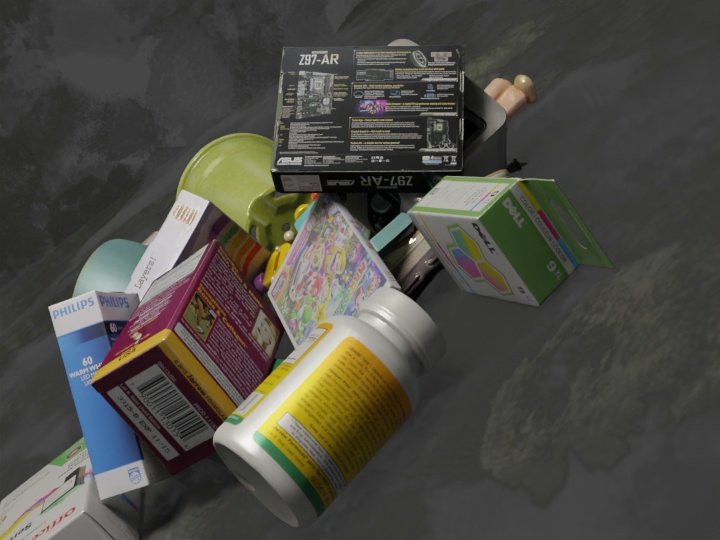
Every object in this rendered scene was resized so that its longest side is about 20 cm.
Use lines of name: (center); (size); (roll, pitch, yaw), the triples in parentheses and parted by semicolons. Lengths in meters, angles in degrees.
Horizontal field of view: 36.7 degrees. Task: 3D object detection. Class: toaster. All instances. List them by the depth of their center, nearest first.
toaster: (0.059, -0.139, 1.218); (0.200, 0.181, 0.119); (-42, -23, -17)

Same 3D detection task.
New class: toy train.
toy train: (-0.050, -0.023, 1.296); (0.150, 0.056, 0.201); (-17, 38, 50)

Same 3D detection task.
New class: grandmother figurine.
grandmother figurine: (0.139, -0.176, 1.406); (0.200, 0.061, 0.121); (-43, 10, -23)

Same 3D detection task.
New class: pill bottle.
pill bottle: (-0.020, 0.111, 0.929); (0.200, 0.113, 0.112); (-45, 20, -21)

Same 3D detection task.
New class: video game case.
video game case: (-0.032, 0.022, 1.112); (0.144, 0.018, 0.200); (-61, 34, 20)

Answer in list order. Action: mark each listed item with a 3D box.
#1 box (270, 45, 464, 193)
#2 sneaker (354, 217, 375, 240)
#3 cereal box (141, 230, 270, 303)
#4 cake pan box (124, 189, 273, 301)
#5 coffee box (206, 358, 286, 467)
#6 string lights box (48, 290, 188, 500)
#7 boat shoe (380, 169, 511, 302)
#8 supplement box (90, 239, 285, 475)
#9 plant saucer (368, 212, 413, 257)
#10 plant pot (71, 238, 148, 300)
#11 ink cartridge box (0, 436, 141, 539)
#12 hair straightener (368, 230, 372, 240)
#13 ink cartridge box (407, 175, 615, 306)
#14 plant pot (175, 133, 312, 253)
box: (0.011, -0.160, 1.140); (0.198, 0.044, 0.162); (0, 62, 5)
sneaker: (0.016, -0.060, 1.324); (0.082, 0.075, 0.201); (-22, 25, 37)
cereal box: (-0.220, 0.002, 1.518); (0.040, 0.144, 0.199); (-47, 20, -26)
cake pan box: (-0.197, 0.032, 1.280); (0.052, 0.184, 0.201); (22, 77, 31)
coffee box: (-0.135, 0.148, 1.167); (0.123, 0.044, 0.199); (-46, 20, -22)
string lights box: (-0.248, 0.125, 1.122); (0.058, 0.202, 0.103); (-19, -8, 13)
boat shoe: (0.087, -0.024, 1.124); (0.199, 0.065, 0.072); (-39, -10, 7)
supplement box: (-0.168, 0.083, 1.102); (0.103, 0.131, 0.201); (-30, 20, 23)
plant saucer: (0.000, 0.000, 1.179); (0.070, 0.019, 0.200); (-42, -4, -32)
plant pot: (-0.275, 0.065, 1.448); (0.133, 0.202, 0.201); (6, 37, 19)
ink cartridge box: (-0.309, 0.273, 1.132); (0.144, 0.084, 0.200); (-37, 19, 2)
hair straightener: (0.063, -0.065, 1.274); (0.201, 0.076, 0.041); (-57, -18, -28)
ink cartridge box: (0.130, -0.028, 0.989); (0.059, 0.104, 0.200); (-42, 19, -14)
plant pot: (-0.135, -0.077, 1.513); (0.200, 0.201, 0.184); (-41, 30, -11)
